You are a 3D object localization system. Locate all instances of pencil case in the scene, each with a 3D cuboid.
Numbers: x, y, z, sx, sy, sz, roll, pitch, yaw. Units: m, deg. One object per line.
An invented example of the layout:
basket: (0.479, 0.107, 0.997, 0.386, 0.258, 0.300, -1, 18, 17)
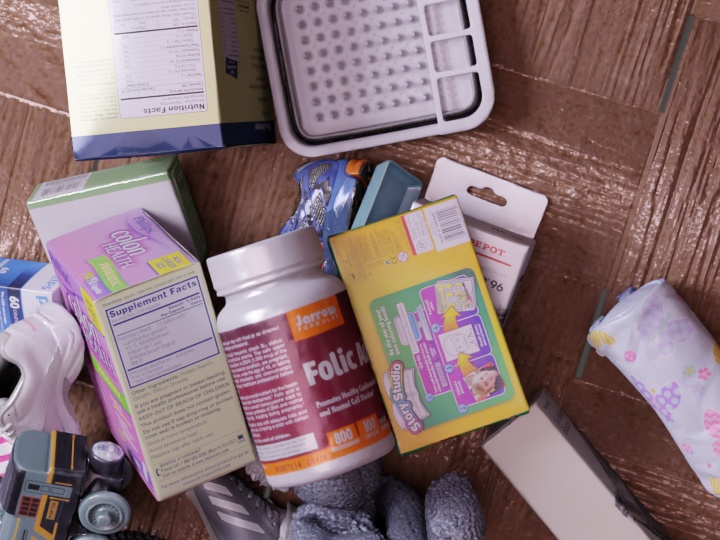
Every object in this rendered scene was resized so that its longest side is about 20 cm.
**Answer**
pencil case: (0.290, 0.104, 1.477, 0.091, 0.083, 0.200, -39, 88, 11)

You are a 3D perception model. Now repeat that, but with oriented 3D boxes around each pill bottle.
pill bottle: (-0.053, 0.071, 1.395, 0.114, 0.114, 0.200, -18, 92, 12)

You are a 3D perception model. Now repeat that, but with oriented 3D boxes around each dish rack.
dish rack: (0.015, -0.200, 1.515, 0.200, 0.044, 0.172, -10, 95, 9)

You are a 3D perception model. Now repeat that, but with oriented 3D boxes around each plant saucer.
plant saucer: (0.000, 0.000, 1.510, 0.019, 0.070, 0.200, 20, 84, 32)

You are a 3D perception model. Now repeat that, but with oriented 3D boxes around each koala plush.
koala plush: (-0.015, 0.201, 1.514, 0.177, 0.184, 0.200, -25, 78, -19)

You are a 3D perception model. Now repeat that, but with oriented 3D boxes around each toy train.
toy train: (-0.274, 0.231, 1.500, 0.114, 0.085, 0.200, 13, 120, -13)

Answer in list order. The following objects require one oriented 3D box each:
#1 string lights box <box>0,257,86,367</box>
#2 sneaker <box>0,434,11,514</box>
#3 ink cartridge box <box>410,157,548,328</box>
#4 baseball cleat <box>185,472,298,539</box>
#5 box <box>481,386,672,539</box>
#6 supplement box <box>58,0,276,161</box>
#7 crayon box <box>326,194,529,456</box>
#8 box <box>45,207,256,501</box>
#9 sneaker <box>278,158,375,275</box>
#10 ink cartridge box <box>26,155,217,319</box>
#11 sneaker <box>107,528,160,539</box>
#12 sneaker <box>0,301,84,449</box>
string lights box: (-0.363, 0.042, 1.584, 0.200, 0.059, 0.103, 7, 118, 17)
sneaker: (-0.363, 0.188, 1.617, 0.200, 0.084, 0.121, 35, 92, 4)
ink cartridge box: (0.084, 0.009, 1.514, 0.116, 0.068, 0.200, 21, 99, 7)
baseball cleat: (-0.109, 0.222, 1.585, 0.106, 0.070, 0.200, -21, 96, -1)
box: (0.200, 0.206, 1.507, 0.068, 0.082, 0.200, -40, 89, 13)
supplement box: (-0.168, -0.203, 1.473, 0.134, 0.200, 0.200, -4, 95, 11)
crayon box: (0.057, 0.047, 1.442, 0.119, 0.058, 0.200, -18, 89, -2)
box: (-0.187, 0.071, 1.480, 0.097, 0.176, 0.200, -21, 115, -17)
sneaker: (-0.040, -0.011, 1.543, 0.078, 0.075, 0.200, 16, 95, 24)
ink cartridge box: (-0.214, 0.001, 1.584, 0.145, 0.048, 0.200, -11, 116, 12)
sneaker: (-0.268, 0.305, 1.623, 0.200, 0.070, 0.093, 1, 141, -9)
sneaker: (-0.309, 0.126, 1.505, 0.078, 0.099, 0.200, 27, 124, 39)
